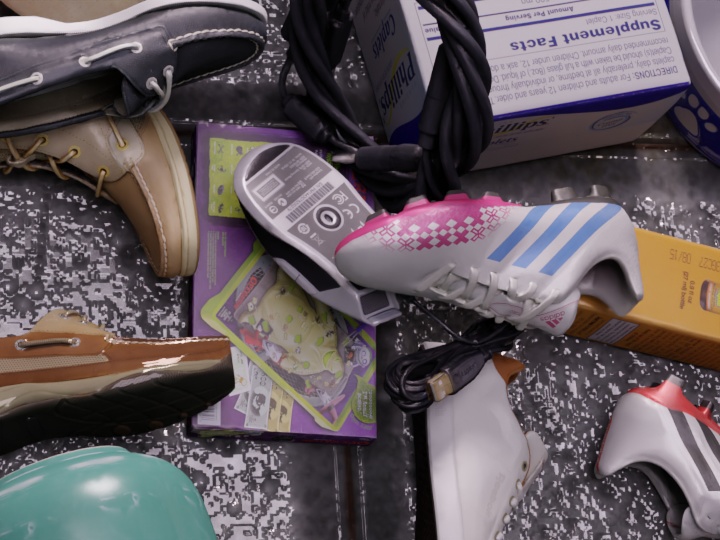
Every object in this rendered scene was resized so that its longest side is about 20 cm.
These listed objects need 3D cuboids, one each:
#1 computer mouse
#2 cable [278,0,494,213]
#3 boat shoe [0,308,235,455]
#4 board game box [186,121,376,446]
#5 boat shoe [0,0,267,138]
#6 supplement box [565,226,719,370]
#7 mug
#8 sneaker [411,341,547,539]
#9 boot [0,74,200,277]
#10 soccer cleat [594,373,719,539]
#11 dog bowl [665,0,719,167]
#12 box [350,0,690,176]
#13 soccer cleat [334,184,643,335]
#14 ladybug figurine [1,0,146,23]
[{"bbox_3d":[0.000,0.000,1.280,0.200,0.044,0.110,43,53,10],"label":"computer mouse"},{"bbox_3d":[0.015,-0.118,1.245,0.051,0.200,0.164,-24,73,-32],"label":"cable"},{"bbox_3d":[-0.175,0.058,1.227,0.198,0.076,0.074,-9,65,-8],"label":"boat shoe"},{"bbox_3d":[-0.049,0.008,1.308,0.119,0.032,0.202,3,71,-10],"label":"board game box"},{"bbox_3d":[-0.146,-0.116,1.227,0.198,0.076,0.061,-12,63,-12],"label":"boat shoe"},{"bbox_3d":[0.206,0.020,1.351,0.198,0.069,0.067,14,70,-8],"label":"supplement box"},{"bbox_3d":[-0.169,0.171,1.156,0.184,0.152,0.115,-14,73,-18],"label":"mug"},{"bbox_3d":[0.077,0.141,1.272,0.084,0.073,0.202,4,70,-10],"label":"sneaker"},{"bbox_3d":[-0.193,-0.069,1.268,0.155,0.073,0.201,-17,73,-23],"label":"boot"},{"bbox_3d":[0.242,0.148,1.321,0.199,0.069,0.085,33,76,1],"label":"soccer cleat"},{"bbox_3d":[0.298,-0.162,1.427,0.198,0.079,0.202,4,72,-14],"label":"dog bowl"},{"bbox_3d":[0.093,-0.179,1.365,0.183,0.105,0.201,-11,74,-18],"label":"box"},{"bbox_3d":[0.084,0.000,1.243,0.199,0.070,0.087,-7,68,-24],"label":"soccer cleat"},{"bbox_3d":[-0.192,-0.230,1.271,0.135,0.072,0.200,-26,72,-42],"label":"ladybug figurine"}]
